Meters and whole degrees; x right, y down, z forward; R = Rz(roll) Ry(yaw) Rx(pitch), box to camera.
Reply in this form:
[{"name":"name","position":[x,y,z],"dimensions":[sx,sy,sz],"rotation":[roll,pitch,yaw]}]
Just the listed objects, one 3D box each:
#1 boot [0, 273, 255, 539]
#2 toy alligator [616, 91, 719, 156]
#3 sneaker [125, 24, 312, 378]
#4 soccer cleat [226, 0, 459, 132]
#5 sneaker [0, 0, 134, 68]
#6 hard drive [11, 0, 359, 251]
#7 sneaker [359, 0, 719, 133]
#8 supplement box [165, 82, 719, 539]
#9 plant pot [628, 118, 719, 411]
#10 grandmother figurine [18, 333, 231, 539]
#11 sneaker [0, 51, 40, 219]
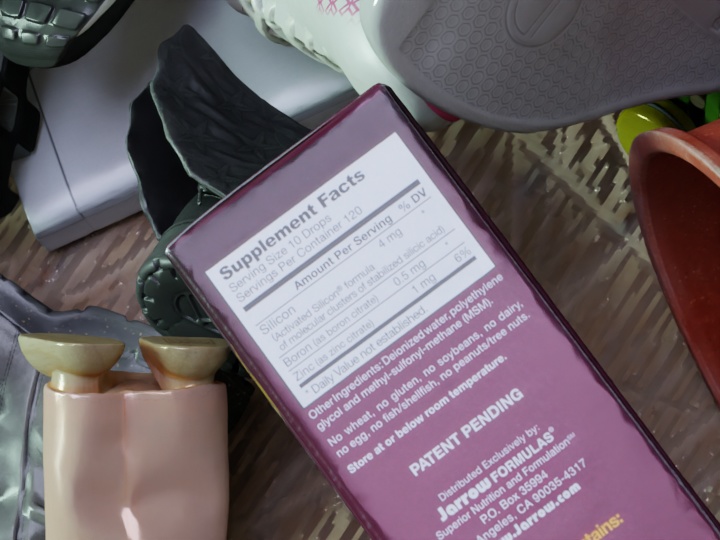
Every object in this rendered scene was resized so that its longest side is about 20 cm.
[{"name":"boot","position":[-0.146,0.065,1.057],"dimensions":[0.200,0.070,0.132],"rotation":[19,80,26]},{"name":"toy alligator","position":[0.113,-0.071,1.030],"dimensions":[0.200,0.054,0.059],"rotation":[39,64,16]},{"name":"sneaker","position":[-0.001,0.002,1.036],"dimensions":[0.199,0.060,0.104],"rotation":[29,43,-2]},{"name":"soccer cleat","position":[-0.005,-0.093,1.020],"dimensions":[0.086,0.070,0.200],"rotation":[-28,28,14]},{"name":"sneaker","position":[-0.066,-0.149,1.075],"dimensions":[0.076,0.088,0.200],"rotation":[12,69,29]},{"name":"hard drive","position":[-0.048,-0.105,1.119],"dimensions":[0.200,0.027,0.132],"rotation":[-24,64,5]},{"name":"sneaker","position":[0.057,-0.101,0.955],"dimensions":[0.099,0.200,0.071],"rotation":[44,126,35]},{"name":"supplement box","position":[0.036,0.054,0.916],"dimensions":[0.086,0.110,0.200],"rotation":[-37,80,-2]},{"name":"plant pot","position":[0.217,-0.001,0.924],"dimensions":[0.195,0.201,0.201],"rotation":[-29,64,-7]},{"name":"grandmother figurine","position":[-0.072,0.123,0.985],"dimensions":[0.121,0.061,0.201],"rotation":[3,93,-2]},{"name":"sneaker","position":[-0.155,-0.121,1.099],"dimensions":[0.088,0.074,0.201],"rotation":[6,72,19]}]
